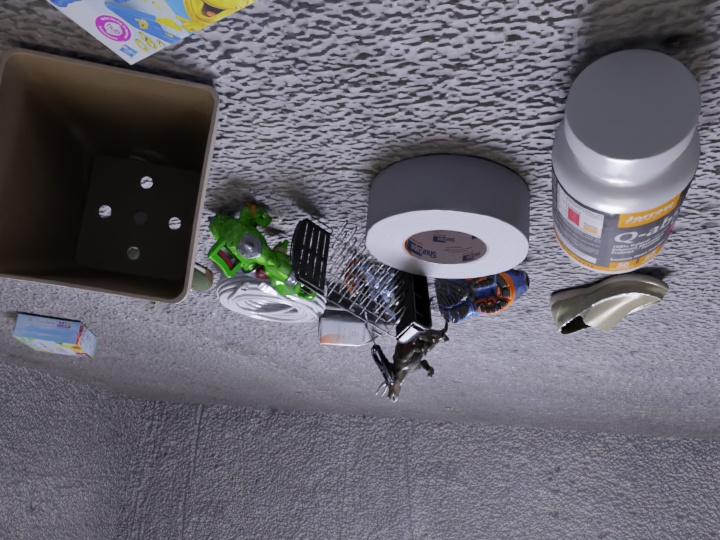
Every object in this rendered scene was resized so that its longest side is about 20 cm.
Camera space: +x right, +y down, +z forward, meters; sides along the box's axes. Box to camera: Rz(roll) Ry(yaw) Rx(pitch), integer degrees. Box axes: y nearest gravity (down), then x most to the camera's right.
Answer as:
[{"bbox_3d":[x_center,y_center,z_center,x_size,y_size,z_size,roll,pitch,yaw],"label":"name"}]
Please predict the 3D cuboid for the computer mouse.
[{"bbox_3d":[0.023,0.096,0.995,0.033,0.206,0.058,-24,-168,-19],"label":"computer mouse"}]

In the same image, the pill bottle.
[{"bbox_3d":[0.226,-0.085,0.511,0.113,0.120,0.200,-1,159,19],"label":"pill bottle"}]

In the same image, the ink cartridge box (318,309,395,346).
[{"bbox_3d":[0.017,0.111,1.105,0.193,0.052,0.162,8,-177,-4],"label":"ink cartridge box"}]

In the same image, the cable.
[{"bbox_3d":[-0.155,0.037,1.023,0.197,0.072,0.197,22,155,-39],"label":"cable"}]

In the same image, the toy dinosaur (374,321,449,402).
[{"bbox_3d":[0.099,0.140,1.066,0.100,0.202,0.078,0,133,39],"label":"toy dinosaur"}]

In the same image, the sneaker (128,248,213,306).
[{"bbox_3d":[-0.340,0.020,1.002,0.065,0.093,0.199,-8,156,32],"label":"sneaker"}]

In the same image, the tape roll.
[{"bbox_3d":[0.103,-0.056,0.699,0.193,0.068,0.201,5,160,2],"label":"tape roll"}]

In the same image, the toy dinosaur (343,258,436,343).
[{"bbox_3d":[0.036,0.042,0.957,0.179,0.107,0.199,34,163,-15],"label":"toy dinosaur"}]

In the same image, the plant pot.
[{"bbox_3d":[-0.249,-0.075,0.605,0.193,0.207,0.177,9,172,-7],"label":"plant pot"}]

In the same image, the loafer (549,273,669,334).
[{"bbox_3d":[0.383,0.059,0.906,0.074,0.071,0.198,17,157,-27],"label":"loafer"}]

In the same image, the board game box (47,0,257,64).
[{"bbox_3d":[-0.147,-0.230,0.333,0.191,0.058,0.199,-7,155,33],"label":"board game box"}]

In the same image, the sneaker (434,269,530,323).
[{"bbox_3d":[0.186,0.037,0.910,0.076,0.078,0.198,-12,-178,-29],"label":"sneaker"}]

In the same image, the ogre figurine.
[{"bbox_3d":[-0.140,-0.024,0.794,0.098,0.201,0.119,-44,129,10],"label":"ogre figurine"}]

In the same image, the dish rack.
[{"bbox_3d":[0.000,0.000,0.761,0.197,0.155,0.055,31,121,-19],"label":"dish rack"}]

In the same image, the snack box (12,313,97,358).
[{"bbox_3d":[-0.851,0.187,1.637,0.163,0.070,0.201,10,158,-9],"label":"snack box"}]
